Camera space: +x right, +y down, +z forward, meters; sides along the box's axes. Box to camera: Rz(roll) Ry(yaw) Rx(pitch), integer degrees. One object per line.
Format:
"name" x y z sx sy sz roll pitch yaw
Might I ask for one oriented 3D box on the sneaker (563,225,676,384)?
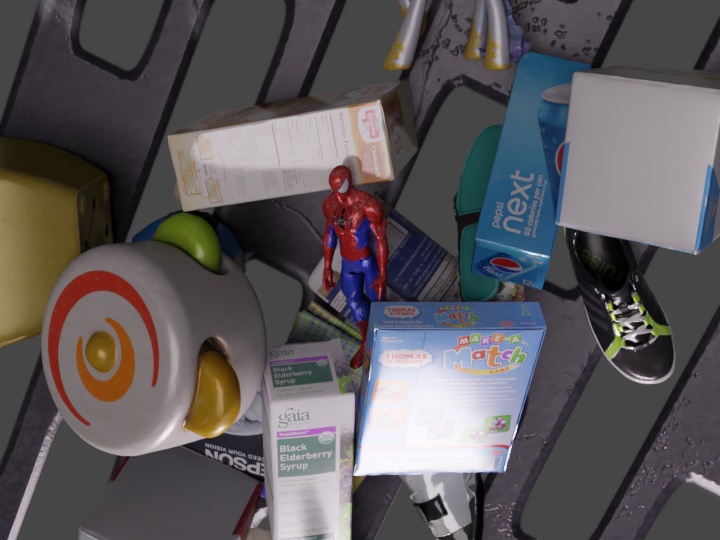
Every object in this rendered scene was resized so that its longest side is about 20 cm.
"sneaker" 0.236 0.024 1.077 0.071 0.083 0.202 -24 98 17

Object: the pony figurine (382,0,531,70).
"pony figurine" 0.096 -0.282 1.007 0.190 0.166 0.203 5 113 25

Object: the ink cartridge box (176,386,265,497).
"ink cartridge box" -0.162 0.155 1.184 0.195 0.044 0.203 13 125 10

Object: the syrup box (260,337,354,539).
"syrup box" -0.051 0.168 1.095 0.077 0.082 0.202 -5 127 -10

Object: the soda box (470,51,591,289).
"soda box" 0.151 -0.092 1.017 0.067 0.064 0.203 13 65 8

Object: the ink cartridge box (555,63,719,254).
"ink cartridge box" 0.263 -0.105 0.991 0.123 0.199 0.131 12 106 26

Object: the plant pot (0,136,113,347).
"plant pot" -0.353 -0.030 1.142 0.196 0.196 0.198 0 104 3

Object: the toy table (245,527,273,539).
"toy table" -0.033 0.328 1.174 0.197 0.185 0.119 7 122 -16

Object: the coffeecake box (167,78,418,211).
"coffeecake box" -0.056 -0.119 1.067 0.196 0.154 0.074 -7 104 13

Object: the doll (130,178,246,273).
"doll" -0.182 -0.001 1.178 0.134 0.048 0.203 11 106 9

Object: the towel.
"towel" -0.033 0.137 1.160 0.143 0.023 0.201 34 130 6

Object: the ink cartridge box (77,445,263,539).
"ink cartridge box" -0.204 0.304 1.179 0.143 0.146 0.202 22 128 4

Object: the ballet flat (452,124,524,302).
"ballet flat" 0.124 -0.038 1.070 0.075 0.064 0.203 -9 59 32

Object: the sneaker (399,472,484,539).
"sneaker" 0.081 0.224 1.169 0.087 0.074 0.204 -1 94 12

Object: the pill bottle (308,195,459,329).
"pill bottle" 0.056 0.031 1.103 0.199 0.111 0.111 38 108 1

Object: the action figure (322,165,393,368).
"action figure" 0.000 0.000 1.008 0.065 0.052 0.203 8 123 31

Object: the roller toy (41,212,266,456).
"roller toy" -0.187 0.069 1.024 0.181 0.139 0.203 -30 77 32

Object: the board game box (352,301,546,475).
"board game box" 0.074 0.110 1.035 0.148 0.037 0.202 0 134 -8
